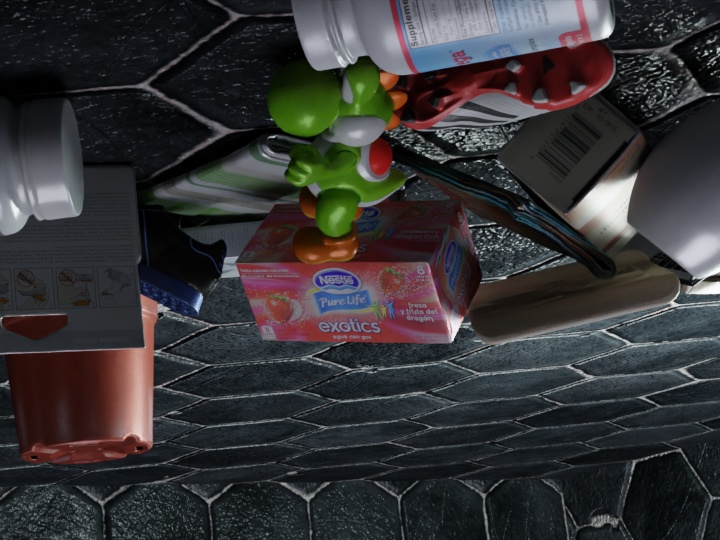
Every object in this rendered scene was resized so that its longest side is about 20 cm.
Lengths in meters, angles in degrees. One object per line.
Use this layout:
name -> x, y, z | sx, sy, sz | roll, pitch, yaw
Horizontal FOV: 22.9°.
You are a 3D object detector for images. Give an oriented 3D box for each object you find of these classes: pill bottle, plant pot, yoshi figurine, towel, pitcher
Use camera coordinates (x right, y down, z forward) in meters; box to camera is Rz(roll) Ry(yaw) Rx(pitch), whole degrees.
pill bottle -> 0.060, -0.188, 1.156 | 0.199, 0.109, 0.109 | -9, 166, 13
plant pot -> -0.314, 0.110, 1.995 | 0.200, 0.196, 0.201 | -6, 166, -2
pill bottle -> -0.326, -0.080, 1.407 | 0.199, 0.114, 0.114 | -7, 166, 0
yoshi figurine -> -0.035, -0.103, 1.440 | 0.112, 0.112, 0.200 | -33, 149, -33
towel -> -0.102, -0.086, 1.670 | 0.149, 0.031, 0.200 | 10, 161, -43
towel -> 0.128, -0.054, 1.615 | 0.147, 0.022, 0.200 | 32, 178, -39
pitcher -> 0.326, -0.093, 1.534 | 0.200, 0.121, 0.172 | -51, 167, 6

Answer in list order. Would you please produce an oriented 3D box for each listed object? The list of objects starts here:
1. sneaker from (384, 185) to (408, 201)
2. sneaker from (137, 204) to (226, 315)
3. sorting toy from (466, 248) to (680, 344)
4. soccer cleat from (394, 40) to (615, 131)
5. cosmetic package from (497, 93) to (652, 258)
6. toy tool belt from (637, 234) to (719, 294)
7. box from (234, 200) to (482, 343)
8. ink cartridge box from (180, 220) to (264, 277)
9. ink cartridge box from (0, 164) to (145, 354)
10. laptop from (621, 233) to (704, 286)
sneaker -> -0.018, -0.040, 1.781 | 0.098, 0.071, 0.200 | -3, 167, -23
sneaker -> -0.223, -0.033, 1.680 | 0.200, 0.078, 0.070 | 28, 161, 1
sorting toy -> 0.191, 0.028, 1.630 | 0.185, 0.037, 0.200 | -14, -172, 2
soccer cleat -> 0.120, -0.152, 1.430 | 0.200, 0.069, 0.085 | -11, 174, 32
cosmetic package -> 0.205, -0.087, 1.589 | 0.103, 0.087, 0.200 | -49, 159, 4
toy tool belt -> 0.324, -0.023, 1.904 | 0.199, 0.125, 0.123 | 0, 156, -22
box -> 0.000, 0.000, 1.651 | 0.199, 0.103, 0.095 | 0, 127, 26
ink cartridge box -> -0.187, -0.015, 1.818 | 0.199, 0.041, 0.200 | -3, 174, -8
ink cartridge box -> -0.296, -0.007, 1.583 | 0.199, 0.174, 0.044 | -1, 165, -18
laptop -> 0.353, -0.081, 1.732 | 0.187, 0.116, 0.200 | -32, -152, -29
